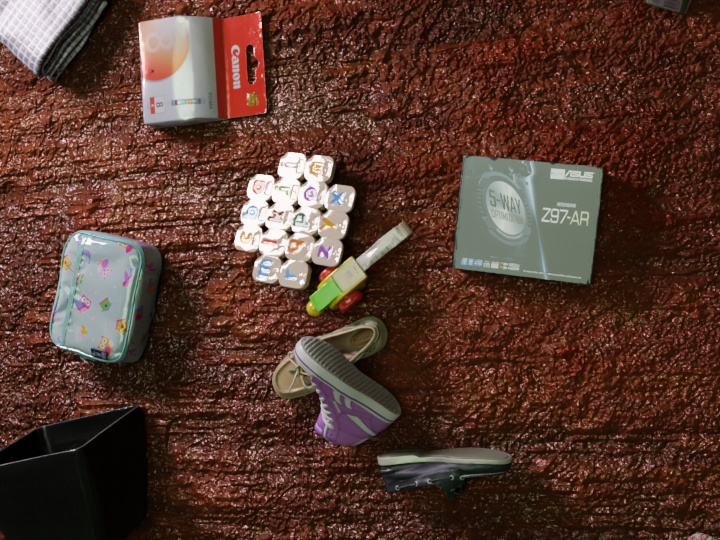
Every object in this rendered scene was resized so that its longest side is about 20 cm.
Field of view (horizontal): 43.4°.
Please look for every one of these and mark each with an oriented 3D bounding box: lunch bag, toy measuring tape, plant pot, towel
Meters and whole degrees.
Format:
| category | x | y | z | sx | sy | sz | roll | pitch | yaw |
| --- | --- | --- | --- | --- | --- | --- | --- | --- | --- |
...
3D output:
| category | x | y | z | sx | sy | sz | roll | pitch | yaw |
| --- | --- | --- | --- | --- | --- | --- | --- | --- | --- |
| lunch bag | -0.408 | 0.044 | 1.429 | 0.157 | 0.077 | 0.205 | 14 | 92 | 15 |
| toy measuring tape | 0.000 | 0.000 | 1.323 | 0.199 | 0.073 | 0.074 | -40 | 79 | 12 |
| plant pot | -0.437 | 0.337 | 1.378 | 0.195 | 0.200 | 0.181 | -14 | 96 | 14 |
| towel | -0.511 | -0.437 | 1.468 | 0.165 | 0.085 | 0.201 | 40 | 98 | 12 |

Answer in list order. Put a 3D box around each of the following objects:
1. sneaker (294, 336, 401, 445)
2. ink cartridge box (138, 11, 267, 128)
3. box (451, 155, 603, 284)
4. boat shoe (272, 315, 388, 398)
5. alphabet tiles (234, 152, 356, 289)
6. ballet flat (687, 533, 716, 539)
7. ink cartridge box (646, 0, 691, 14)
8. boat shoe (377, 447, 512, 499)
| category | x | y | z | sx | sy | sz | roll | pitch | yaw |
| --- | --- | --- | --- | --- | --- | --- | --- | --- | --- |
| sneaker | -0.044 | 0.185 | 1.288 | 0.114 | 0.073 | 0.200 | -39 | 117 | 18 |
| ink cartridge box | -0.248 | -0.315 | 1.411 | 0.195 | 0.050 | 0.166 | -5 | 87 | 18 |
| box | 0.235 | -0.071 | 1.274 | 0.195 | 0.043 | 0.164 | 8 | 91 | 16 |
| boat shoe | -0.053 | 0.127 | 1.337 | 0.198 | 0.063 | 0.074 | -33 | 81 | 13 |
| alphabet tiles | -0.098 | -0.076 | 1.353 | 0.192 | 0.015 | 0.205 | 9 | 81 | 29 |
| ballet flat | 0.475 | 0.450 | 1.183 | 0.074 | 0.064 | 0.204 | -17 | 84 | 15 |
| ink cartridge box | 0.443 | -0.457 | 1.196 | 0.058 | 0.104 | 0.204 | 21 | 94 | 14 |
| boat shoe | 0.120 | 0.290 | 1.280 | 0.195 | 0.074 | 0.068 | -5 | 89 | 16 |
